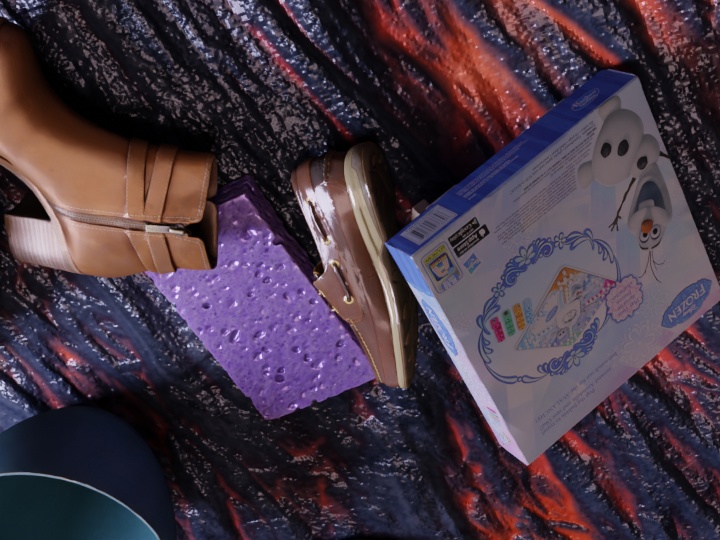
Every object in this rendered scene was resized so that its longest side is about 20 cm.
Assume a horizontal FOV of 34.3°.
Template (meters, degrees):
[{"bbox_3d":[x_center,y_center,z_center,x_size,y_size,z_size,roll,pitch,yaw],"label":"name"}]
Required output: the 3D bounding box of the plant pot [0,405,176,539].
[{"bbox_3d":[-0.244,0.194,0.989,0.199,0.135,0.201,3,126,4],"label":"plant pot"}]

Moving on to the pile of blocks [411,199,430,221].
[{"bbox_3d":[0.093,0.014,0.887,0.062,0.082,0.201,-36,134,-17],"label":"pile of blocks"}]

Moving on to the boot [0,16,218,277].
[{"bbox_3d":[-0.179,-0.079,0.810,0.154,0.077,0.201,4,121,9],"label":"boot"}]

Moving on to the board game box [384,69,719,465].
[{"bbox_3d":[0.142,0.000,0.812,0.200,0.043,0.200,-38,120,-12],"label":"board game box"}]

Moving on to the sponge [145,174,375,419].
[{"bbox_3d":[-0.080,0.028,0.921,0.111,0.030,0.200,-24,120,20],"label":"sponge"}]

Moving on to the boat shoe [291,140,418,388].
[{"bbox_3d":[0.000,0.000,0.873,0.067,0.072,0.201,-6,119,16],"label":"boat shoe"}]

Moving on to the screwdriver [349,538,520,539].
[{"bbox_3d":[0.052,0.259,1.080,0.199,0.028,0.029,-5,156,7],"label":"screwdriver"}]
